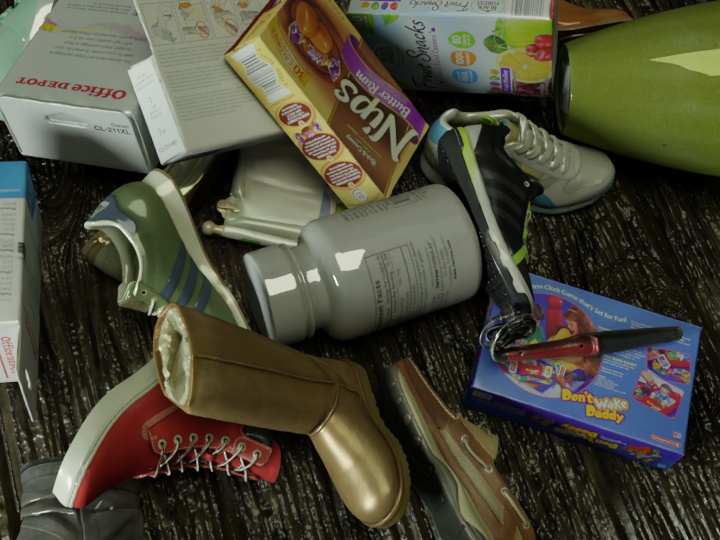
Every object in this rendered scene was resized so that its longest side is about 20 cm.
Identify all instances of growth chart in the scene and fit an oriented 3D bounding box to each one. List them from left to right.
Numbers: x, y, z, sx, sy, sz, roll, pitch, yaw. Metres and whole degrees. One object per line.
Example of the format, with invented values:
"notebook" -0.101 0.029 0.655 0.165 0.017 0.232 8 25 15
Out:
"growth chart" -0.062 -0.101 1.110 0.144 0.018 0.201 18 61 -5

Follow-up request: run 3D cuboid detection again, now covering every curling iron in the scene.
"curling iron" 0.203 0.060 1.001 0.199 0.050 0.026 2 29 -16

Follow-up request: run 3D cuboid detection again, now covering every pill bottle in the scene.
"pill bottle" 0.000 0.000 1.014 0.199 0.114 0.115 -17 65 -17

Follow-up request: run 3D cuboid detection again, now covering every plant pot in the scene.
"plant pot" 0.306 -0.185 1.135 0.199 0.187 0.188 -1 61 1

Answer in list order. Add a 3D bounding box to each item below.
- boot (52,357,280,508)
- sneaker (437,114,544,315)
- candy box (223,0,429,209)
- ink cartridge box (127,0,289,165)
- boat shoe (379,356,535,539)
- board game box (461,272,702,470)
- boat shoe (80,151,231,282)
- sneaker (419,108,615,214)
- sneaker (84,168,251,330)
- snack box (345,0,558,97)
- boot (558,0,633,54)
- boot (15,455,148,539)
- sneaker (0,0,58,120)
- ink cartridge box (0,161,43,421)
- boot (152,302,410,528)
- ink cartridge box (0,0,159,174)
"boot" -0.144 0.149 0.902 0.144 0.073 0.200 32 31 7
"sneaker" 0.137 -0.057 1.026 0.082 0.072 0.201 -16 73 -8
"candy box" -0.028 -0.169 1.062 0.200 0.056 0.117 49 48 -23
"ink cartridge box" -0.130 -0.201 1.037 0.200 0.043 0.174 -21 91 -48
"boat shoe" 0.083 0.168 0.965 0.074 0.076 0.201 -20 74 -24
"board game box" 0.208 0.089 1.036 0.199 0.045 0.135 18 61 2
"boat shoe" -0.185 -0.076 1.054 0.063 0.073 0.201 30 69 3
"sneaker" 0.164 -0.113 1.120 0.199 0.081 0.077 7 59 -6
"sneaker" -0.171 0.018 0.971 0.090 0.067 0.201 -30 99 -30
"snack box" 0.095 -0.234 1.112 0.199 0.142 0.053 5 68 11
"boot" 0.193 -0.305 1.233 0.199 0.077 0.156 -13 69 0
"boot" -0.185 0.214 0.900 0.199 0.070 0.132 9 54 -10
"sneaker" -0.365 -0.245 1.117 0.118 0.074 0.201 11 59 1
"ink cartridge box" -0.316 0.020 0.954 0.066 0.116 0.201 -2 61 -9
"boot" -0.066 0.122 0.903 0.200 0.066 0.175 21 30 -40
"ink cartridge box" -0.238 -0.198 1.075 0.145 0.083 0.201 10 53 14
